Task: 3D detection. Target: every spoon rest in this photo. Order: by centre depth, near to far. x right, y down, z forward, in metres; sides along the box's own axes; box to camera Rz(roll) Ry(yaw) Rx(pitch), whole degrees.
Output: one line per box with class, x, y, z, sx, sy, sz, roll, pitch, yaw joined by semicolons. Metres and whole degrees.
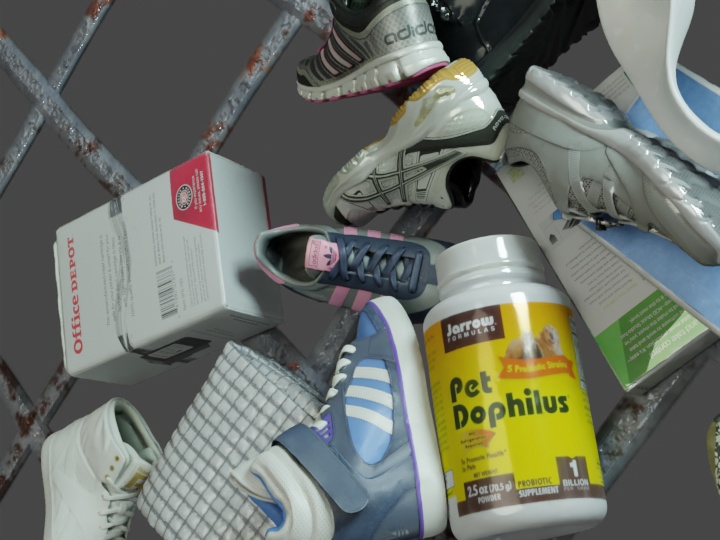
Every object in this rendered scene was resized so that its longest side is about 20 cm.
spoon rest;0.202;-0.146;0.787;0.100;0.060;0.202;110;141;-57

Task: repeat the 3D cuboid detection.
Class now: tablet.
tablet;0.236;-0.039;0.792;0.200;0.014;0.131;43;104;34

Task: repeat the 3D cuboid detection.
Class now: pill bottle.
pill bottle;0.103;0.083;0.843;0.108;0.109;0.203;-19;68;31

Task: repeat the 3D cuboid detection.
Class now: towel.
towel;-0.066;0.177;0.963;0.199;0.085;0.167;35;92;31

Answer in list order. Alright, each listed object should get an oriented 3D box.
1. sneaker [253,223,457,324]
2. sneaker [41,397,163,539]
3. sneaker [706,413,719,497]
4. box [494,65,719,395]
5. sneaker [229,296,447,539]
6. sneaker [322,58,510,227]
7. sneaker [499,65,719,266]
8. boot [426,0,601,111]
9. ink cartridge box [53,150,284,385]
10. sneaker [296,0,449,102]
sneaker;0.000;0.000;0.956;0.198;0.082;0.071;3;80;37
sneaker;-0.225;0.215;1.078;0.115;0.073;0.202;-34;60;29
sneaker;0.259;0.171;0.719;0.077;0.088;0.202;-34;61;25
box;0.198;-0.035;0.849;0.144;0.036;0.202;-40;58;22
sneaker;-0.025;0.110;0.866;0.144;0.081;0.202;-7;54;-7
sneaker;0.043;-0.072;0.933;0.088;0.075;0.200;50;140;2
sneaker;0.171;-0.056;0.802;0.200;0.074;0.083;47;120;40
boot;0.112;-0.240;0.934;0.200;0.076;0.169;-44;61;27
ink cartridge box;-0.176;0.004;1.085;0.198;0.083;0.147;-22;67;31
sneaker;0.003;-0.186;0.966;0.199;0.073;0.089;3;105;64
